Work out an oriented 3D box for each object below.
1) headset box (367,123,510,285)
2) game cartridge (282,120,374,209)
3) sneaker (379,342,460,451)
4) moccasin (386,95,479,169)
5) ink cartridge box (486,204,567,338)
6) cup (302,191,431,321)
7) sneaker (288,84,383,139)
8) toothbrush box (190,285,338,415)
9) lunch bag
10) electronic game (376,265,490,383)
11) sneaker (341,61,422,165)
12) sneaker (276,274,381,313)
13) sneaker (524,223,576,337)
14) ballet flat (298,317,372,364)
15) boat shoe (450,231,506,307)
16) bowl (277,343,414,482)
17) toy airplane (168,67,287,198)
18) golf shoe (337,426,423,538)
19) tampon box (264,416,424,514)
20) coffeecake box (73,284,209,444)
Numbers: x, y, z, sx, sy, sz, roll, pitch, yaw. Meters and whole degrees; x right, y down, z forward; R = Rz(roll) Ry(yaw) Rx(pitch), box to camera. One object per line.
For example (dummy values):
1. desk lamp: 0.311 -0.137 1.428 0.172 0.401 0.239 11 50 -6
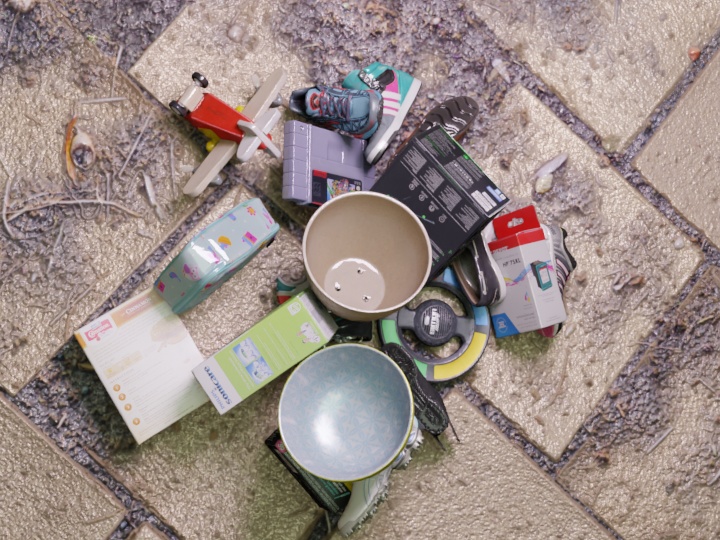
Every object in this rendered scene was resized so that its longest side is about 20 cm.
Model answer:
1. headset box: 0.107 -0.097 1.714 0.174 0.200 0.093 47 36 8
2. game cartridge: -0.047 -0.161 1.742 0.199 0.038 0.131 8 76 -48
3. sneaker: 0.096 0.207 1.750 0.060 0.104 0.201 -34 83 3
4. moccasin: 0.126 -0.218 1.826 0.073 0.078 0.202 37 81 10
5. ink cartridge box: 0.262 0.002 1.796 0.067 0.116 0.202 -13 86 -36
6. cup: 0.000 0.000 1.666 0.198 0.144 0.203 4 64 -8
7. sneaker: -0.044 -0.258 1.721 0.095 0.199 0.080 4 96 -39
8. toothbrush box: -0.141 0.119 1.627 0.199 0.146 0.086 -36 91 8
9. lunch bag: -0.222 -0.021 1.661 0.077 0.160 0.200 48 45 1
10. electronic game: 0.124 0.088 1.801 0.197 0.042 0.203 1 84 -12
11. sneaker: 0.018 -0.275 1.783 0.120 0.084 0.201 30 53 -6
12. sneaker: -0.046 0.019 1.756 0.198 0.070 0.094 -19 94 -11
13. sneaker: 0.332 0.012 1.837 0.087 0.073 0.203 -12 98 -35
14. ballet flat: -0.069 0.118 1.743 0.198 0.073 0.074 -16 87 -16
15. boat shoe: 0.174 -0.030 1.793 0.060 0.074 0.202 -14 75 -39
16. bowl: -0.012 0.217 1.561 0.198 0.108 0.203 -4 69 11
17. toy airplane: -0.199 -0.221 1.716 0.198 0.141 0.201 -15 61 9
18. golf shoe: 0.009 0.305 1.618 0.097 0.078 0.201 33 73 8
19. tampon box: -0.028 0.261 1.704 0.200 0.126 0.150 -42 94 -14
20. coffeecake box: -0.332 0.145 1.678 0.153 0.073 0.201 -31 91 -13
